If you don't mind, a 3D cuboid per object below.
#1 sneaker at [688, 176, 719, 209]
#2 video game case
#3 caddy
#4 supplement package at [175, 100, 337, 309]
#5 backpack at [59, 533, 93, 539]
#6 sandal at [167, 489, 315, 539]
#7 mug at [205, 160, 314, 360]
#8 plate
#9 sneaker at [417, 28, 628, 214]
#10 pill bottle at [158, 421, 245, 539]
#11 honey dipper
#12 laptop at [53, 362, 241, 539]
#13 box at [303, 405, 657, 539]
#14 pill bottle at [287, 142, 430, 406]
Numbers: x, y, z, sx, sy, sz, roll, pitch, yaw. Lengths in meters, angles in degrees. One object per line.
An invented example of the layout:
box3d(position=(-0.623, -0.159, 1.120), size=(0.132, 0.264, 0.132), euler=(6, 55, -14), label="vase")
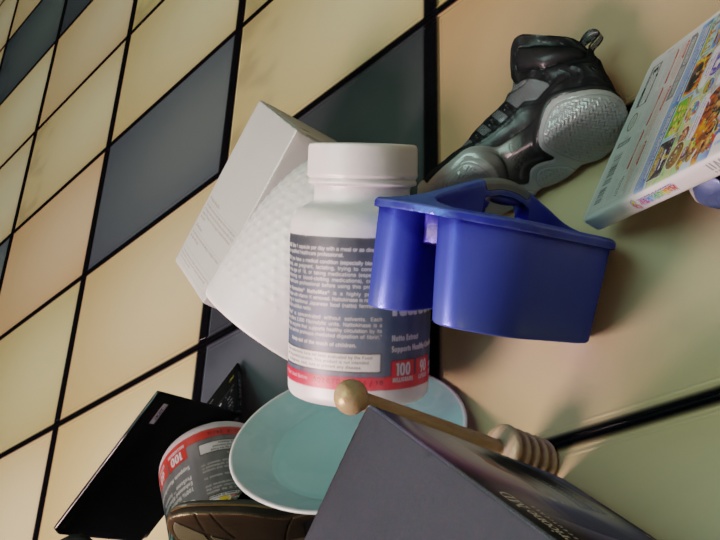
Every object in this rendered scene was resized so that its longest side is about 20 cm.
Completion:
box3d(position=(0.299, -0.099, 0.593), size=(0.201, 0.080, 0.115), euler=(-60, 38, 20), label="sneaker")
box3d(position=(0.220, -0.111, 0.651), size=(0.145, 0.018, 0.200), euler=(-64, 5, -12), label="video game case")
box3d(position=(0.095, -0.013, 0.709), size=(0.140, 0.198, 0.107), euler=(14, 95, 45), label="caddy")
box3d(position=(-0.090, -0.055, 1.042), size=(0.202, 0.116, 0.117), euler=(-60, 33, 9), label="supplement package")
box3d(position=(-0.213, 0.341, 0.820), size=(0.126, 0.201, 0.168), euler=(-27, 20, 32), label="backpack")
box3d(position=(-0.059, 0.194, 0.810), size=(0.055, 0.196, 0.083), euler=(-104, 6, -46), label="sandal")
box3d(position=(-0.021, -0.001, 0.916), size=(0.199, 0.147, 0.177), euler=(35, 95, 24), label="mug")
box3d(position=(-0.009, 0.141, 0.802), size=(0.199, 0.198, 0.026), euler=(29, 137, 55), label="plate")
box3d(position=(0.130, -0.124, 0.830), size=(0.198, 0.075, 0.115), euler=(-26, 50, 35), label="sneaker")
box3d(position=(-0.117, 0.248, 0.900), size=(0.116, 0.115, 0.201), euler=(-50, 38, 21), label="pill bottle")
box3d(position=(0.061, 0.109, 0.671), size=(0.038, 0.198, 0.039), euler=(-28, 49, 39), label="honey dipper")
box3d(position=(-0.212, 0.177, 1.015), size=(0.178, 0.103, 0.200), euler=(-51, 17, 10), label="laptop")
box3d(position=(0.099, 0.191, 0.574), size=(0.199, 0.197, 0.125), euler=(27, 91, 55), label="box")
box3d(position=(0.000, 0.000, 0.797), size=(0.119, 0.118, 0.204), euler=(9, 100, 54), label="pill bottle")
